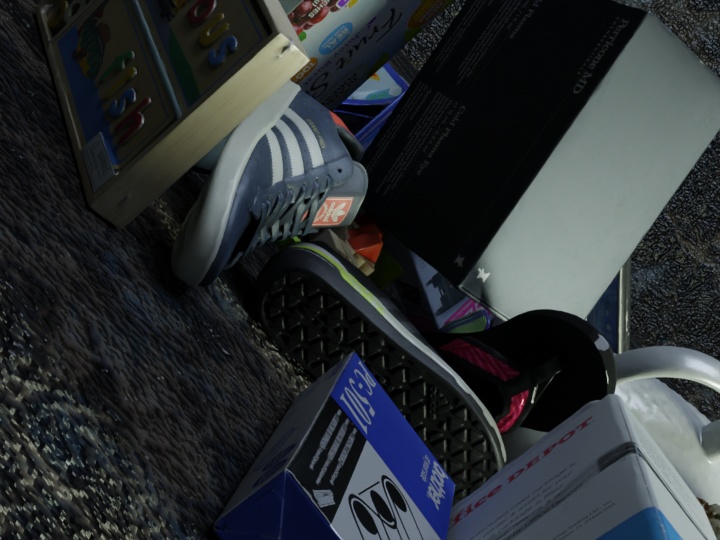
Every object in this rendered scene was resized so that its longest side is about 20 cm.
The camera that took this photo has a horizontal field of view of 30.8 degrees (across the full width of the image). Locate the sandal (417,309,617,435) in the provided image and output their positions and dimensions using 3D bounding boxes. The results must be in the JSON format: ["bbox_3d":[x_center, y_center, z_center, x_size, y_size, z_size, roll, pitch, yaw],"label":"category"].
[{"bbox_3d":[0.071,0.069,0.793,0.045,0.198,0.076,-27,102,-41],"label":"sandal"}]

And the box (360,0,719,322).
[{"bbox_3d":[0.110,-0.081,0.865,0.104,0.201,0.182,32,7,-32],"label":"box"}]

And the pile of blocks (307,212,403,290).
[{"bbox_3d":[0.000,0.000,0.910,0.082,0.062,0.200,50,12,-5],"label":"pile of blocks"}]

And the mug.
[{"bbox_3d":[0.171,0.115,0.892,0.175,0.199,0.149,36,40,-25],"label":"mug"}]

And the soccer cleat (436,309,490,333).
[{"bbox_3d":[0.125,0.111,0.997,0.200,0.083,0.065,46,12,-25],"label":"soccer cleat"}]

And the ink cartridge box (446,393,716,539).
[{"bbox_3d":[0.090,0.155,0.585,0.084,0.145,0.200,50,12,-6],"label":"ink cartridge box"}]

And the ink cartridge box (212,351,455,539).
[{"bbox_3d":[-0.004,0.109,0.614,0.094,0.044,0.200,52,11,-4],"label":"ink cartridge box"}]

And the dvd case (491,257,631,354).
[{"bbox_3d":[0.147,0.021,1.108,0.199,0.017,0.145,23,-55,46],"label":"dvd case"}]

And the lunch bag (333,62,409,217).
[{"bbox_3d":[-0.022,-0.127,1.072,0.199,0.128,0.171,29,18,-39],"label":"lunch bag"}]

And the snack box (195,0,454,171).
[{"bbox_3d":[-0.047,-0.153,0.846,0.068,0.199,0.168,53,11,14],"label":"snack box"}]

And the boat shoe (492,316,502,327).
[{"bbox_3d":[0.138,0.053,1.042,0.201,0.071,0.069,88,7,-51],"label":"boat shoe"}]

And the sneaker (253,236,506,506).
[{"bbox_3d":[0.019,0.052,0.782,0.201,0.071,0.083,50,20,-7],"label":"sneaker"}]

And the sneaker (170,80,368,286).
[{"bbox_3d":[-0.042,-0.043,0.738,0.084,0.075,0.201,31,34,-6],"label":"sneaker"}]

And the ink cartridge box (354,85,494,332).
[{"bbox_3d":[0.066,-0.044,1.017,0.042,0.119,0.202,14,-44,47],"label":"ink cartridge box"}]

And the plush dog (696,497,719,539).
[{"bbox_3d":[0.224,0.217,0.790,0.200,0.160,0.173,46,35,-16],"label":"plush dog"}]

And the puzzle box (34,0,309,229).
[{"bbox_3d":[-0.109,-0.129,0.707,0.025,0.133,0.201,39,16,-43],"label":"puzzle box"}]
